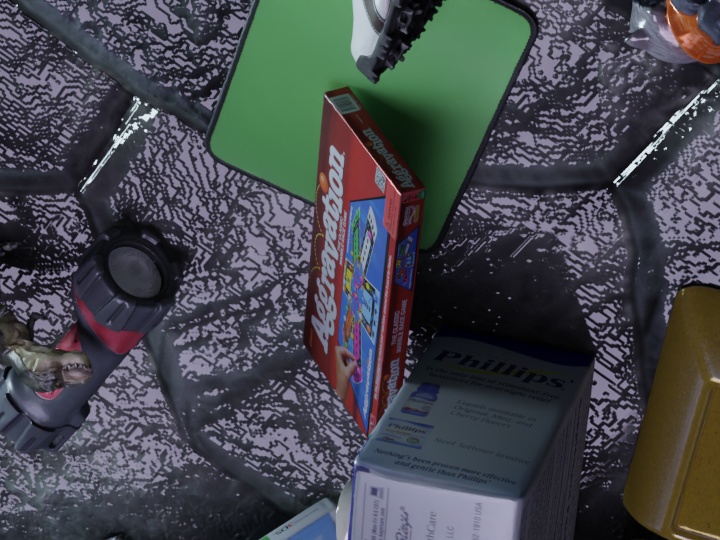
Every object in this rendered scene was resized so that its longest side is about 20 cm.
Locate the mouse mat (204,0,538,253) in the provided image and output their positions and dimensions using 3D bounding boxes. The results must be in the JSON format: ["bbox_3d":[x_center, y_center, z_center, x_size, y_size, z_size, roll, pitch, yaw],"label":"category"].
[{"bbox_3d":[0.002,-0.107,1.414,0.160,0.008,0.200,24,131,0],"label":"mouse mat"}]

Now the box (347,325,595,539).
[{"bbox_3d":[0.065,0.161,1.453,0.104,0.200,0.185,11,115,14],"label":"box"}]

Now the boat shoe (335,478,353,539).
[{"bbox_3d":[0.031,0.234,1.625,0.059,0.072,0.201,-1,110,22],"label":"boat shoe"}]

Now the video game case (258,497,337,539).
[{"bbox_3d":[-0.060,0.281,1.665,0.022,0.182,0.201,39,157,56],"label":"video game case"}]

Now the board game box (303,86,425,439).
[{"bbox_3d":[0.000,0.000,1.441,0.019,0.103,0.201,-14,134,-21],"label":"board game box"}]

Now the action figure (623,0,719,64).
[{"bbox_3d":[0.195,-0.184,1.216,0.200,0.105,0.194,35,122,-12],"label":"action figure"}]

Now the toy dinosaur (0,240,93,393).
[{"bbox_3d":[-0.247,0.010,1.549,0.200,0.047,0.089,29,121,39],"label":"toy dinosaur"}]

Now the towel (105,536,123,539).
[{"bbox_3d":[-0.185,0.317,1.728,0.085,0.166,0.201,10,131,22],"label":"towel"}]

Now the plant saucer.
[{"bbox_3d":[0.268,0.120,1.470,0.199,0.049,0.201,15,131,8],"label":"plant saucer"}]

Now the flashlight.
[{"bbox_3d":[-0.189,0.048,1.579,0.068,0.068,0.200,2,149,-36],"label":"flashlight"}]

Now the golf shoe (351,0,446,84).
[{"bbox_3d":[0.010,-0.200,1.299,0.094,0.078,0.201,24,126,16],"label":"golf shoe"}]

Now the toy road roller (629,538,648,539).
[{"bbox_3d":[0.209,0.282,1.545,0.199,0.146,0.123,21,133,-9],"label":"toy road roller"}]
